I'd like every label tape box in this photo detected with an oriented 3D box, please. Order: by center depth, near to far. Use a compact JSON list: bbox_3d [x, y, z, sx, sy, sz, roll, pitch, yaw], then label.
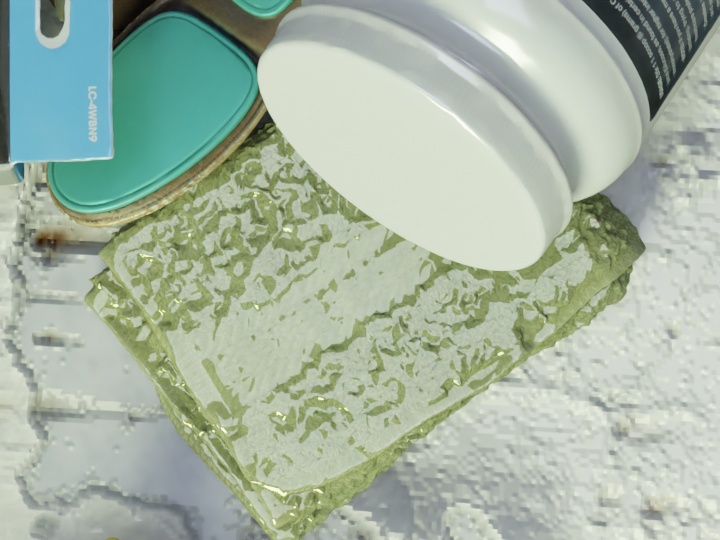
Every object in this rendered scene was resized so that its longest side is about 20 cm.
[{"bbox_3d":[-0.179,-0.105,0.787,0.199,0.066,0.144,-2,86,16],"label":"label tape box"}]

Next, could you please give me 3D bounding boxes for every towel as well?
[{"bbox_3d":[0.000,0.000,0.807,0.200,0.036,0.149,-37,85,2],"label":"towel"}]

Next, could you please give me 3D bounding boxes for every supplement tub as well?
[{"bbox_3d":[0.066,-0.116,0.731,0.140,0.140,0.200,34,71,4],"label":"supplement tub"}]

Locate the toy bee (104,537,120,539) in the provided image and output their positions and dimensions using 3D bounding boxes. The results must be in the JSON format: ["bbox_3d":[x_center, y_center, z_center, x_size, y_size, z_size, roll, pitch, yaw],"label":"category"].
[{"bbox_3d":[-0.117,0.163,0.780,0.199,0.109,0.132,19,103,-26],"label":"toy bee"}]

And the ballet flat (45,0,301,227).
[{"bbox_3d":[-0.048,-0.096,0.799,0.070,0.065,0.200,43,95,10],"label":"ballet flat"}]

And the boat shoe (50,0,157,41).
[{"bbox_3d":[-0.064,-0.187,0.811,0.202,0.075,0.075,-48,62,1],"label":"boat shoe"}]
